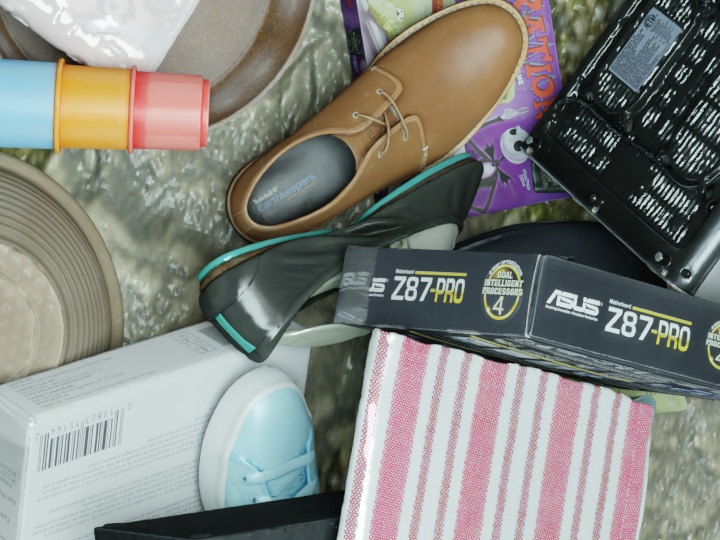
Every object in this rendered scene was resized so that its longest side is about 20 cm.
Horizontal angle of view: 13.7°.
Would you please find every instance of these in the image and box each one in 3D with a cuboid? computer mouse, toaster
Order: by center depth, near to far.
[{"bbox_3d":[0.211,-0.087,1.652,0.119,0.181,0.200,27,102,-40],"label":"toaster"},{"bbox_3d":[0.096,0.032,1.692,0.200,0.046,0.141,-2,61,-20],"label":"computer mouse"}]

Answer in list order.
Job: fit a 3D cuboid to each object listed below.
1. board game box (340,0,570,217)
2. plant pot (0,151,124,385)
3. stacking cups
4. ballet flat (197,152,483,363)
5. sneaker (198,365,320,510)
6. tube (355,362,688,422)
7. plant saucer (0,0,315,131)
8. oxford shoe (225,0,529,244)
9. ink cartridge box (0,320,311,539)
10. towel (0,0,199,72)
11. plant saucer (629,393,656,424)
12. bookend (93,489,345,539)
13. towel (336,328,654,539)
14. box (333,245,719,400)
[{"bbox_3d":[0.053,-0.130,1.715,0.120,0.032,0.200,-12,95,-24],"label":"board game box"},{"bbox_3d":[-0.214,0.032,1.583,0.200,0.093,0.201,-1,92,-21],"label":"plant pot"},{"bbox_3d":[-0.179,-0.083,1.582,0.200,0.061,0.061,5,89,-4],"label":"stacking cups"},{"bbox_3d":[0.000,0.000,1.630,0.200,0.068,0.068,-25,77,-32],"label":"ballet flat"},{"bbox_3d":[-0.035,0.147,1.615,0.074,0.082,0.200,-28,130,-37],"label":"sneaker"},{"bbox_3d":[0.095,0.071,1.726,0.200,0.052,0.058,-17,129,-23],"label":"tube"},{"bbox_3d":[-0.122,-0.170,1.645,0.200,0.034,0.201,0,91,-19],"label":"plant saucer"},{"bbox_3d":[0.014,-0.079,1.652,0.200,0.071,0.071,-39,93,-2],"label":"oxford shoe"},{"bbox_3d":[-0.118,0.125,1.609,0.200,0.045,0.177,-17,124,-42],"label":"ink cartridge box"},{"bbox_3d":[-0.152,-0.225,1.599,0.200,0.032,0.191,34,78,-18],"label":"towel"},{"bbox_3d":[0.092,0.144,1.669,0.039,0.201,0.201,34,77,17],"label":"plant saucer"},{"bbox_3d":[-0.023,0.218,1.525,0.198,0.092,0.201,-6,93,-38],"label":"bookend"},{"bbox_3d":[0.067,0.120,1.523,0.200,0.030,0.147,17,78,-38],"label":"towel"},{"bbox_3d":[0.112,0.030,1.572,0.200,0.161,0.049,14,82,-36],"label":"box"}]
